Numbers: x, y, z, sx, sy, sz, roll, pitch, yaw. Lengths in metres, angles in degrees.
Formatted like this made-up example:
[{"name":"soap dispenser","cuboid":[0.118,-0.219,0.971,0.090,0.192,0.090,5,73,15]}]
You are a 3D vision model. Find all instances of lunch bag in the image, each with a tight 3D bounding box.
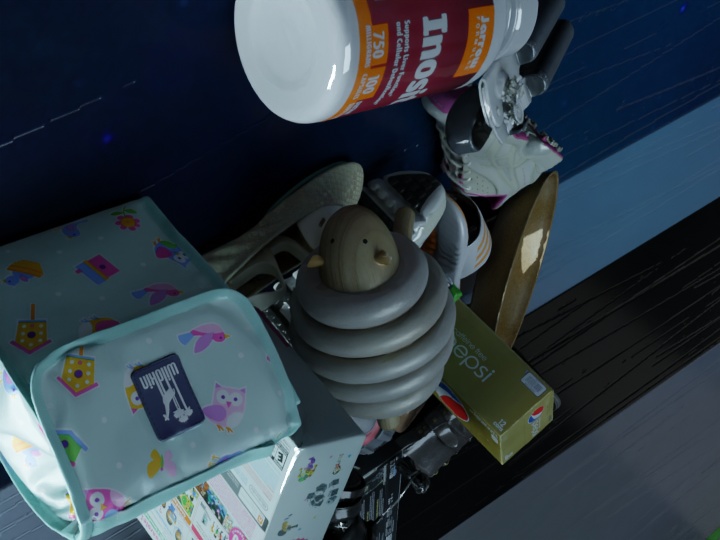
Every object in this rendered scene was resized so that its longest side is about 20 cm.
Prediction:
[{"name":"lunch bag","cuboid":[-0.156,0.065,0.823,0.169,0.200,0.123,-22,142,-34]}]

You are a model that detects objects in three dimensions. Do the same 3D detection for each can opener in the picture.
[{"name":"can opener","cuboid":[0.117,-0.159,0.991,0.200,0.066,0.053,-54,131,-48]}]

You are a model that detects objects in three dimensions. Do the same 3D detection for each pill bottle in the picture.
[{"name":"pill bottle","cuboid":[0.024,-0.170,0.860,0.199,0.113,0.114,-19,141,-39]}]

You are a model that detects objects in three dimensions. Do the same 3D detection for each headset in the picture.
[{"name":"headset","cuboid":[-0.026,0.237,1.271,0.198,0.094,0.125,-18,114,-14]}]

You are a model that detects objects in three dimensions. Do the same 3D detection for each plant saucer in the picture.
[{"name":"plant saucer","cuboid":[0.142,-0.003,1.225,0.200,0.035,0.202,18,90,-76]}]

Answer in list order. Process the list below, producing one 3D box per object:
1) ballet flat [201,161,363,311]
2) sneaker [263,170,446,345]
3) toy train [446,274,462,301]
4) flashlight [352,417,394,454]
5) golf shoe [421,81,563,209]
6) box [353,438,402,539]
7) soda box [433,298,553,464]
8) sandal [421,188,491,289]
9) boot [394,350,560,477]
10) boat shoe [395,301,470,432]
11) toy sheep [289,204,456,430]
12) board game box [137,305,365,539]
[{"name":"ballet flat","cuboid":[-0.062,-0.010,0.991,0.199,0.062,0.068,-36,149,-18]},{"name":"sneaker","cuboid":[0.000,0.000,1.065,0.200,0.075,0.081,-46,141,12]},{"name":"toy train","cuboid":[0.008,0.075,1.079,0.200,0.042,0.056,-46,169,13]},{"name":"flashlight","cuboid":[-0.034,0.121,1.177,0.068,0.068,0.200,-59,150,-3]},{"name":"golf shoe","cuboid":[0.099,-0.102,1.081,0.092,0.075,0.199,-48,148,15]},{"name":"box","cuboid":[-0.030,0.275,1.388,0.160,0.044,0.201,-32,147,-25]},{"name":"soda box","cuboid":[0.078,0.070,1.124,0.064,0.200,0.068,-38,153,-13]},{"name":"sandal","cuboid":[0.080,-0.026,1.144,0.059,0.079,0.207,-36,158,-15]},{"name":"boot","cuboid":[0.127,0.167,1.455,0.174,0.069,0.200,-45,147,7]},{"name":"boat shoe","cuboid":[0.052,0.072,1.227,0.202,0.074,0.075,-43,160,-58]},{"name":"toy sheep","cuboid":[0.010,0.039,0.950,0.137,0.138,0.201,-33,129,-22]},{"name":"board game box","cuboid":[-0.089,0.151,0.945,0.064,0.148,0.201,-7,131,-39]}]
